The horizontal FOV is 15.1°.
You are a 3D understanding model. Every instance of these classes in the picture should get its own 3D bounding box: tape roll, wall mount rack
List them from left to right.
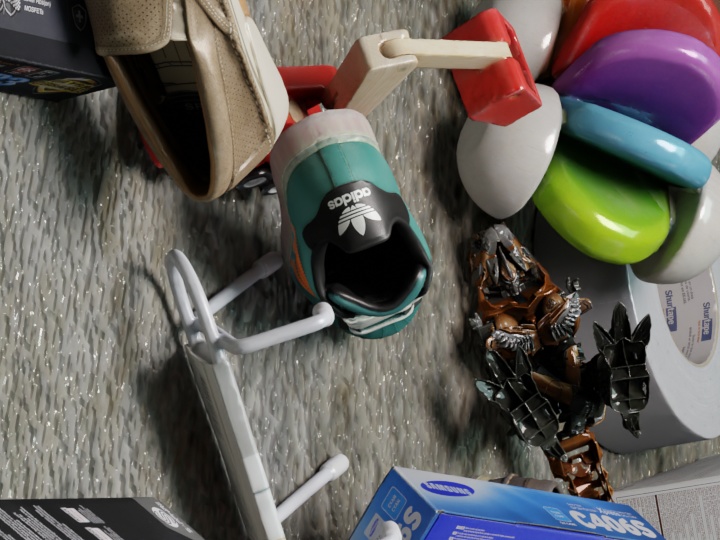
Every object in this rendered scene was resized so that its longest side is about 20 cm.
[{"bbox_3d":[-0.038,0.071,1.337,0.174,0.074,0.201,-148,-140,-74],"label":"wall mount rack"},{"bbox_3d":[0.186,0.017,1.782,0.200,0.066,0.201,34,50,-54],"label":"tape roll"}]

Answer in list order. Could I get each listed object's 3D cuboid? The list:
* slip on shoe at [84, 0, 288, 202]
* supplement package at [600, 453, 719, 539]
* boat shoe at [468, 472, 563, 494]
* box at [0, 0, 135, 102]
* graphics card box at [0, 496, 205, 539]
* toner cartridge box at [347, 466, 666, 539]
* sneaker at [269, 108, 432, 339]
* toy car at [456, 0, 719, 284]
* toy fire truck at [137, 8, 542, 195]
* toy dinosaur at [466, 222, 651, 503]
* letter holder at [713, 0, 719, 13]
[{"bbox_3d":[-0.094,-0.120,1.208,0.061,0.076,0.200,-58,139,-39],"label":"slip on shoe"},{"bbox_3d":[0.293,0.189,1.772,0.191,0.199,0.148,-9,87,-62],"label":"supplement package"},{"bbox_3d":[0.112,0.208,1.557,0.201,0.073,0.075,68,29,-19],"label":"boat shoe"},{"bbox_3d":[-0.180,-0.184,1.186,0.200,0.050,0.199,8,74,-62],"label":"box"},{"bbox_3d":[-0.108,0.147,1.117,0.051,0.125,0.200,-59,155,13],"label":"graphics card box"},{"bbox_3d":[0.072,0.163,1.431,0.200,0.043,0.095,14,111,-46],"label":"toner cartridge box"},{"bbox_3d":[0.000,0.000,1.376,0.200,0.071,0.080,68,0,-63],"label":"sneaker"},{"bbox_3d":[0.159,-0.101,1.626,0.175,0.150,0.200,24,44,-20],"label":"toy car"},{"bbox_3d":[-0.009,-0.089,1.363,0.200,0.141,0.049,8,60,-61],"label":"toy fire truck"},{"bbox_3d":[0.120,0.066,1.591,0.200,0.102,0.136,48,-8,0],"label":"toy dinosaur"},{"bbox_3d":[0.202,-0.198,1.860,0.201,0.100,0.142,66,28,-22],"label":"letter holder"}]
